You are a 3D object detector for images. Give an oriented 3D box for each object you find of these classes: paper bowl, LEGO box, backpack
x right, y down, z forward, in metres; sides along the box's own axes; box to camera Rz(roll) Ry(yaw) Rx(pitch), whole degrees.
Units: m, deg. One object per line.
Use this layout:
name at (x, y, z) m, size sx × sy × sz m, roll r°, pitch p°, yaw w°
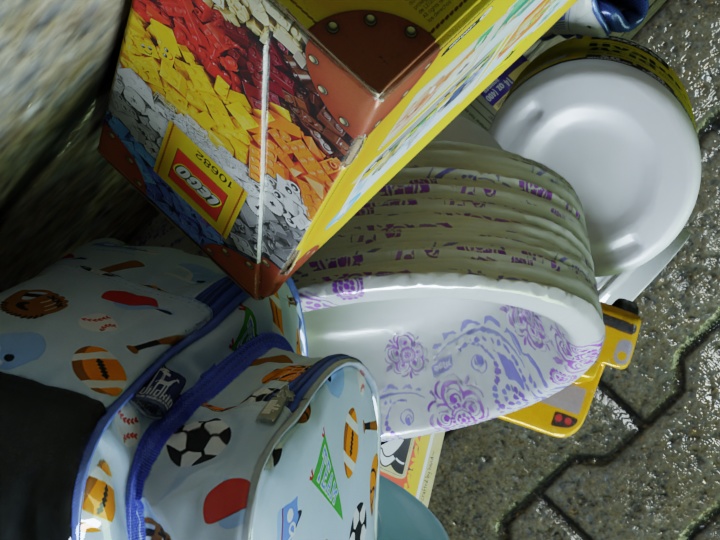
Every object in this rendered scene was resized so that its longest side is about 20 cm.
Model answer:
paper bowl at (0.000, 0.000, 0.706) m, size 0.200 × 0.104 × 0.201 m, roll -6°, pitch 158°, yaw -2°
LEGO box at (0.023, -0.103, 0.496) m, size 0.200 × 0.077 × 0.149 m, roll -45°, pitch 176°, yaw -25°
backpack at (-0.072, 0.079, 0.542) m, size 0.191 × 0.154 × 0.200 m, roll -64°, pitch 164°, yaw -63°

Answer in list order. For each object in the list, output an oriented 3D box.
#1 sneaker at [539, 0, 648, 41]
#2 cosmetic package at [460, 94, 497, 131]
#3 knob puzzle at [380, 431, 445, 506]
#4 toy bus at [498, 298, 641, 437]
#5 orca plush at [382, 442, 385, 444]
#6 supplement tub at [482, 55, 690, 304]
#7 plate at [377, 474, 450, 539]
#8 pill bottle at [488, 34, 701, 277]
sneaker at (0.098, -0.142, 0.831) m, size 0.075 × 0.088 × 0.200 m, roll -46°, pitch 178°, yaw -25°
cosmetic package at (0.010, -0.023, 0.995) m, size 0.200 × 0.103 × 0.087 m, roll -43°, pitch 177°, yaw -25°
knob puzzle at (-0.013, 0.056, 1.046) m, size 0.220 × 0.220 × 0.030 m, roll -45°, pitch -156°, yaw -23°
toy bus at (0.086, 0.039, 0.870) m, size 0.200 × 0.065 × 0.078 m, roll -160°, pitch -90°, yaw -82°
orca plush at (-0.029, 0.120, 0.952) m, size 0.200 × 0.071 × 0.105 m, roll -16°, pitch 168°, yaw -39°
supplement tub at (0.123, -0.051, 1.170) m, size 0.145 × 0.200 × 0.145 m, roll -46°, pitch 176°, yaw -4°
plate at (-0.060, 0.117, 0.680) m, size 0.200 × 0.200 × 0.026 m, roll -41°, pitch 134°, yaw -54°
pill bottle at (0.129, -0.072, 0.893) m, size 0.111 × 0.111 × 0.200 m, roll -47°, pitch -177°, yaw 16°
